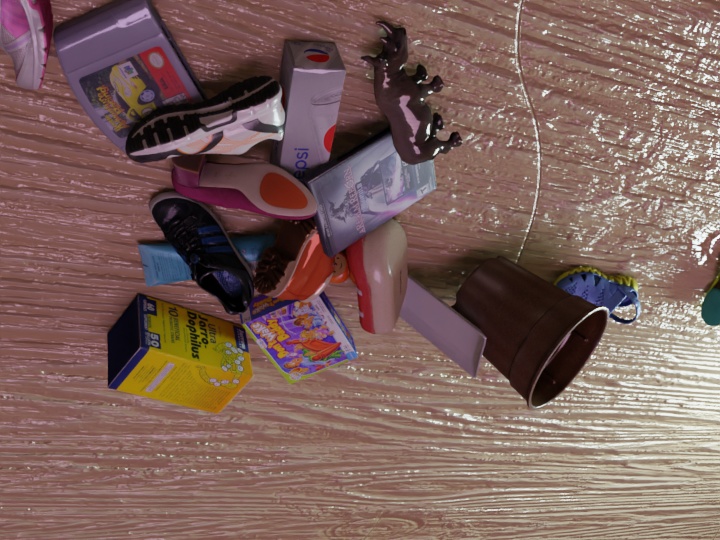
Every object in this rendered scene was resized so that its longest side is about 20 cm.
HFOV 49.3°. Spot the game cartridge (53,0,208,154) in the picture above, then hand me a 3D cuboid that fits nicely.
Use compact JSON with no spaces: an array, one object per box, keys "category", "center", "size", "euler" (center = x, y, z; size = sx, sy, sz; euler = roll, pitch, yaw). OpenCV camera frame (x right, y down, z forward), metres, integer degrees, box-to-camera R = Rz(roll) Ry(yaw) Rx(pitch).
[{"category":"game cartridge","center":[-0.266,-0.218,0.934],"size":[0.133,0.041,0.200],"euler":[-19,138,8]}]

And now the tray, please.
[{"category":"tray","center":[0.129,0.081,1.289],"size":[0.022,0.200,0.108],"euler":[-33,147,-29]}]

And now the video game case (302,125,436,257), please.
[{"category":"video game case","center":[0.019,-0.121,1.087],"size":[0.200,0.019,0.143],"euler":[-35,140,-18]}]

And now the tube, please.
[{"category":"tube","center":[-0.222,-0.017,1.158],"size":[0.199,0.050,0.078],"euler":[-7,123,-7]}]

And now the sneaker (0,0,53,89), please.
[{"category":"sneaker","center":[-0.371,-0.281,0.805],"size":[0.088,0.081,0.201],"euler":[-6,129,-11]}]

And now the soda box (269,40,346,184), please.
[{"category":"soda box","center":[-0.071,-0.190,1.008],"size":[0.068,0.064,0.200],"euler":[-2,136,-17]}]

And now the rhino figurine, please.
[{"category":"rhino figurine","center":[0.059,-0.224,1.001],"size":[0.087,0.060,0.200],"euler":[-36,123,-15]}]

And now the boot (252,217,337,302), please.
[{"category":"boot","center":[-0.065,-0.043,1.140],"size":[0.107,0.075,0.200],"euler":[24,101,-47]}]

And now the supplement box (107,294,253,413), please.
[{"category":"supplement box","center":[-0.287,0.136,1.250],"size":[0.200,0.109,0.110],"euler":[22,126,-36]}]

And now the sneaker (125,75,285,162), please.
[{"category":"sneaker","center":[-0.182,-0.162,0.943],"size":[0.199,0.074,0.080],"euler":[-17,141,-1]}]

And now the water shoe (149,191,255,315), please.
[{"category":"water shoe","center":[-0.214,-0.025,1.087],"size":[0.071,0.079,0.200],"euler":[-35,114,13]}]

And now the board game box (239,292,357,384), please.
[{"category":"board game box","center":[-0.102,0.104,1.326],"size":[0.134,0.045,0.200],"euler":[-23,138,6]}]

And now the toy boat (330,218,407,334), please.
[{"category":"toy boat","center":[0.000,0.000,1.214],"size":[0.130,0.131,0.200],"euler":[10,139,13]}]

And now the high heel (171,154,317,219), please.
[{"category":"high heel","center":[-0.152,-0.103,1.034],"size":[0.199,0.068,0.096],"euler":[23,160,1]}]

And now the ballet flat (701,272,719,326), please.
[{"category":"ballet flat","center":[0.721,0.030,1.519],"size":[0.067,0.067,0.200],"euler":[-28,140,-21]}]

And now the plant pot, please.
[{"category":"plant pot","center":[0.265,0.089,1.287],"size":[0.200,0.198,0.201],"euler":[-35,146,-28]}]

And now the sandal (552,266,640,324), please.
[{"category":"sandal","center":[0.434,0.049,1.421],"size":[0.199,0.087,0.080],"euler":[5,136,-20]}]
